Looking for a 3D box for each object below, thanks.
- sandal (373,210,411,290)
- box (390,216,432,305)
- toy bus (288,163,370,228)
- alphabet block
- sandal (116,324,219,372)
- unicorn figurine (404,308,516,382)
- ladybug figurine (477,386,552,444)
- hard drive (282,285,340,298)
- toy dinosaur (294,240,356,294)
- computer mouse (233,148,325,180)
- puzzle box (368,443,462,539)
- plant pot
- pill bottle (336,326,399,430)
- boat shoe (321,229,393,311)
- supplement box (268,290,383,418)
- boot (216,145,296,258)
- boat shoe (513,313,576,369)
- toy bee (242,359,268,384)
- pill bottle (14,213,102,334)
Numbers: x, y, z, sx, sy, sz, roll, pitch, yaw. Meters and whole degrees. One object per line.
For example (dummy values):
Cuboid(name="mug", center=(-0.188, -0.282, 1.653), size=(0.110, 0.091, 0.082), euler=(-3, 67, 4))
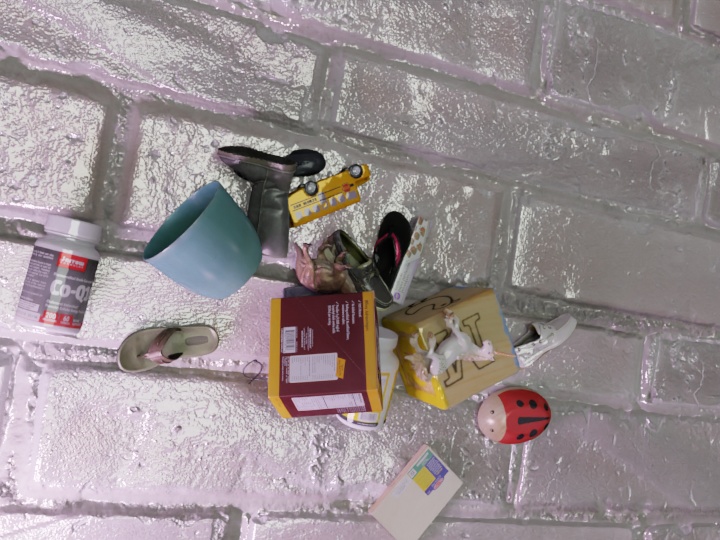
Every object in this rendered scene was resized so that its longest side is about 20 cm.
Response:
Cuboid(name="sandal", center=(0.059, -0.033, 1.490), size=(0.075, 0.045, 0.202), euler=(15, 86, 20))
Cuboid(name="box", center=(0.105, -0.023, 1.527), size=(0.038, 0.041, 0.201), euler=(23, 82, -20))
Cuboid(name="toy bus", center=(-0.070, -0.161, 1.443), size=(0.199, 0.065, 0.079), euler=(-23, 99, -19))
Cuboid(name="alphabet block", center=(0.193, 0.161, 1.484), size=(0.199, 0.195, 0.198), euler=(-23, 97, -20))
Cuboid(name="sandal", center=(-0.374, 0.146, 1.334), size=(0.200, 0.057, 0.080), euler=(-12, 95, -21))
Cuboid(name="unicorn figurine", center=(0.184, 0.150, 1.348), size=(0.199, 0.074, 0.138), euler=(-29, 110, -4))
Cuboid(name="ladybug figurine", center=(0.375, 0.346, 1.619), size=(0.198, 0.072, 0.137), euler=(-4, 92, -21))
Cuboid(name="hard drive", center=(-0.074, 0.098, 1.458), size=(0.198, 0.042, 0.136), euler=(0, 90, -22))
Cuboid(name="toy dinosaur", center=(-0.076, 0.019, 1.402), size=(0.199, 0.086, 0.136), euler=(26, 113, 17))
Cuboid(name="computer mouse", center=(-0.165, -0.219, 1.423), size=(0.199, 0.034, 0.059), euler=(-11, 95, -20))
Cuboid(name="puzzle box", center=(0.128, 0.513, 1.551), size=(0.200, 0.025, 0.133), euler=(-46, 105, -15))
Cuboid(name="plant pot", center=(-0.284, -0.043, 1.301), size=(0.161, 0.200, 0.201), euler=(46, 75, -26))
Cuboid(name="pill bottle", center=(0.019, 0.223, 1.436), size=(0.111, 0.112, 0.202), euler=(8, 103, -21))
Cuboid(name="boat shoe", center=(0.000, -0.001, 1.444), size=(0.201, 0.066, 0.072), euler=(49, 49, 2))
Cuboid(name="supplement box", center=(-0.063, 0.160, 1.298), size=(0.198, 0.133, 0.199), euler=(-4, 62, 4))
Cuboid(name="boot", center=(-0.216, -0.137, 1.376), size=(0.181, 0.073, 0.201), euler=(19, 118, 15))
Cuboid(name="boat shoe", center=(0.434, 0.155, 1.640), size=(0.199, 0.071, 0.070), euler=(-35, 104, -16))
Cuboid(name="toy bee", center=(-0.123, 0.232, 1.403), size=(0.199, 0.109, 0.132), euler=(-22, 124, -14))
Cuboid(name="pill bottle", center=(-0.541, 0.006, 1.237), size=(0.113, 0.114, 0.202), euler=(15, 86, -21))
